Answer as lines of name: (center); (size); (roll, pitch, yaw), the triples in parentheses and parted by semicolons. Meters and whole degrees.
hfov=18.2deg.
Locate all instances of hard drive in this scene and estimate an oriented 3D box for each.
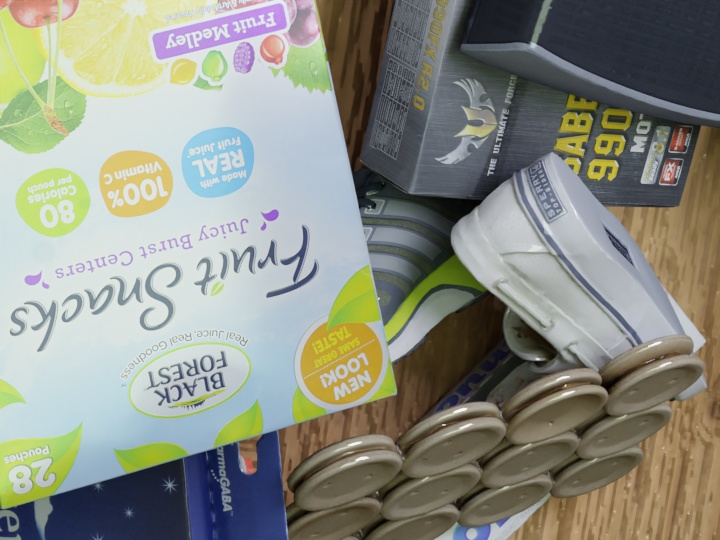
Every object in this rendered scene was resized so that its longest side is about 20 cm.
hard drive: (0.147, -0.129, 0.983); (0.199, 0.042, 0.135); (10, 105, -36)

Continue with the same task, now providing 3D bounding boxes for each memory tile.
memory tile: (0.052, 0.089, 1.024); (0.199, 0.153, 0.017); (-15, 66, -17)

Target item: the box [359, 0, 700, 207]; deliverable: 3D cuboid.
box: (0.096, -0.131, 1.007); (0.158, 0.048, 0.201); (2, 110, -34)

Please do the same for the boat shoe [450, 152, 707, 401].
boat shoe: (0.099, 0.017, 1.035); (0.070, 0.071, 0.200); (-29, 148, 13)

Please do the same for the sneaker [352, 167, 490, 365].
sneaker: (0.000, 0.000, 1.029); (0.200, 0.074, 0.081); (-34, 96, -42)

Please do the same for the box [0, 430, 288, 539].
box: (-0.133, 0.071, 0.972); (0.199, 0.032, 0.122); (-1, 102, 17)

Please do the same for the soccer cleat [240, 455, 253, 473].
soccer cleat: (-0.085, 0.065, 1.025); (0.077, 0.069, 0.201); (10, 89, -39)

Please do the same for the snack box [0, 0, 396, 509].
snack box: (-0.089, -0.028, 0.883); (0.168, 0.068, 0.201); (-16, 104, -16)

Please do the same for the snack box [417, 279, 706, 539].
snack box: (0.079, 0.076, 1.111); (0.200, 0.024, 0.072); (-44, 112, -8)
